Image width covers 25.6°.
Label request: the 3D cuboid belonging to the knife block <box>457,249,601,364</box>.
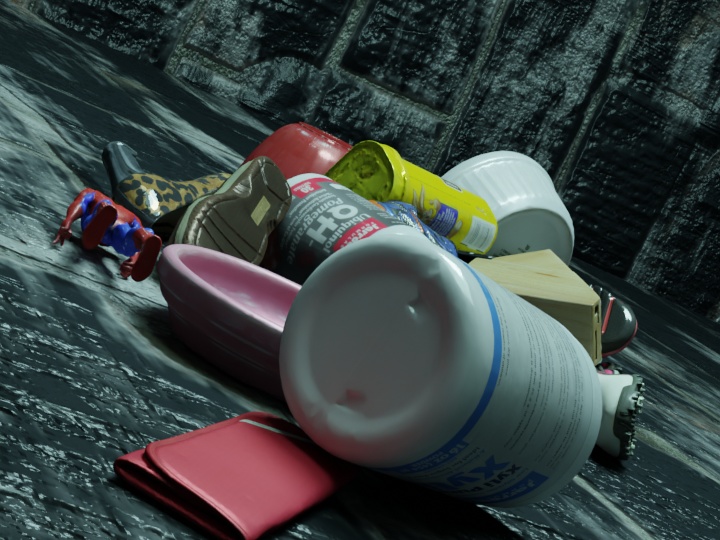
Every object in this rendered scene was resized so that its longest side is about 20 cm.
[{"bbox_3d":[0.119,0.037,1.511,0.174,0.065,0.200,-10,23,-11],"label":"knife block"}]

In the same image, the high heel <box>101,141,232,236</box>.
[{"bbox_3d":[-0.136,-0.039,1.404,0.199,0.072,0.143,24,17,-27],"label":"high heel"}]

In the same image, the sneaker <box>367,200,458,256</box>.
[{"bbox_3d":[0.071,0.008,1.463,0.078,0.075,0.201,-23,72,-44],"label":"sneaker"}]

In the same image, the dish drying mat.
[{"bbox_3d":[-0.057,0.102,0.820,0.076,0.018,0.200,30,8,12],"label":"dish drying mat"}]

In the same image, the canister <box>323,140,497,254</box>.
[{"bbox_3d":[0.039,-0.046,1.705,0.199,0.148,0.087,21,34,-49],"label":"canister"}]

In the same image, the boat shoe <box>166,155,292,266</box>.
[{"bbox_3d":[-0.120,-0.026,1.308,0.075,0.074,0.202,59,26,-9],"label":"boat shoe"}]

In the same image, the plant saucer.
[{"bbox_3d":[-0.055,0.047,1.097,0.199,0.051,0.201,25,7,-3],"label":"plant saucer"}]

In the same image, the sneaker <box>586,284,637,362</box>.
[{"bbox_3d":[0.219,0.072,1.590,0.087,0.074,0.200,35,-25,-24],"label":"sneaker"}]

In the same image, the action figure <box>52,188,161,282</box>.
[{"bbox_3d":[-0.187,-0.028,1.171,0.065,0.052,0.200,30,1,-15],"label":"action figure"}]

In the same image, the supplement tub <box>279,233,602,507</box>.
[{"bbox_3d":[0.053,0.065,0.945,0.131,0.133,0.200,31,1,34],"label":"supplement tub"}]

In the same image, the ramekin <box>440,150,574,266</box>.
[{"bbox_3d":[0.161,-0.032,1.863,0.201,0.203,0.094,20,21,-40],"label":"ramekin"}]

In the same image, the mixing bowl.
[{"bbox_3d":[-0.058,-0.122,2.042,0.199,0.109,0.200,27,8,-4],"label":"mixing bowl"}]

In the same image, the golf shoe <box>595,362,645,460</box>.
[{"bbox_3d":[0.207,0.124,1.447,0.087,0.078,0.200,10,2,-2],"label":"golf shoe"}]

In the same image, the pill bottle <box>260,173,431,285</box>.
[{"bbox_3d":[0.000,0.000,1.372,0.110,0.111,0.200,19,10,-45],"label":"pill bottle"}]
